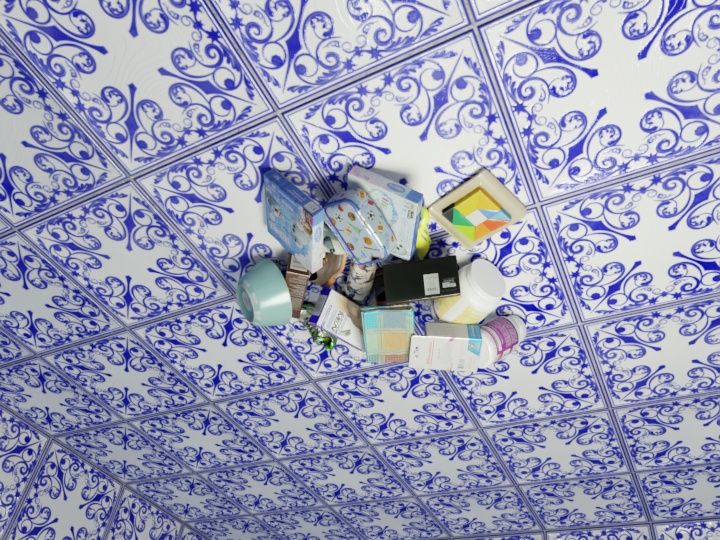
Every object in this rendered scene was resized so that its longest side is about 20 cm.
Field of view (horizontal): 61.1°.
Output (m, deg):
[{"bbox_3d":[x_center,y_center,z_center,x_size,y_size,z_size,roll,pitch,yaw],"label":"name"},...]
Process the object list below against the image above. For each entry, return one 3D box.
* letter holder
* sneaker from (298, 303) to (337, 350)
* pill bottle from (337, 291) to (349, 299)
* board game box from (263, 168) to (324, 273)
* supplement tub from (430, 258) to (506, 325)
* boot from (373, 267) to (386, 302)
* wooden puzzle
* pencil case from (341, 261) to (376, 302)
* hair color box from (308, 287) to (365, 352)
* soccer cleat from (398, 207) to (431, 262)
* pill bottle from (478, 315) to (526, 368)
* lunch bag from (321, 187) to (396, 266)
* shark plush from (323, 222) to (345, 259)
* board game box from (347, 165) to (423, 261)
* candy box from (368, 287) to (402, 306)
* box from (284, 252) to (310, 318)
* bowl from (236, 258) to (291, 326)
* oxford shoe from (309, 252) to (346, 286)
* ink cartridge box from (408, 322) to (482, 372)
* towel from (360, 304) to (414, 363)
[{"bbox_3d":[0.165,0.031,1.630,0.193,0.104,0.142,-8,173,7],"label":"letter holder"},{"bbox_3d":[-0.138,0.180,1.948,0.077,0.087,0.199,-26,126,32],"label":"sneaker"},{"bbox_3d":[-0.025,0.164,1.893,0.198,0.114,0.110,37,131,-27],"label":"pill bottle"},{"bbox_3d":[-0.173,-0.127,1.577,0.199,0.043,0.203,40,147,28],"label":"board game box"},{"bbox_3d":[0.303,0.077,1.721,0.142,0.148,0.201,24,135,-17],"label":"supplement tub"},{"bbox_3d":[0.126,0.034,1.740,0.194,0.099,0.075,-14,134,23],"label":"boot"},{"bbox_3d":[0.299,-0.147,1.565,0.183,0.038,0.198,36,131,-25],"label":"wooden puzzle"},{"bbox_3d":[0.000,0.000,1.740,0.086,0.079,0.203,-1,139,-11],"label":"pencil case"},{"bbox_3d":[-0.044,0.146,1.780,0.197,0.112,0.064,32,165,-30],"label":"hair color box"},{"bbox_3d":[0.159,-0.092,1.642,0.081,0.066,0.204,-9,138,-21],"label":"soccer cleat"},{"bbox_3d":[0.402,0.202,1.800,0.196,0.114,0.113,-20,154,-38],"label":"pill bottle"},{"bbox_3d":[-0.007,-0.103,1.539,0.158,0.076,0.203,-8,122,48],"label":"lunch bag"},{"bbox_3d":[-0.112,-0.117,1.629,0.200,0.083,0.091,46,156,4],"label":"shark plush"},{"bbox_3d":[0.057,-0.143,1.552,0.194,0.044,0.203,25,141,17],"label":"board game box"},{"bbox_3d":[0.082,0.136,1.778,0.114,0.204,0.057,25,133,-17],"label":"candy box"},{"bbox_3d":[-0.192,0.039,1.794,0.072,0.102,0.203,11,138,-9],"label":"box"},{"bbox_3d":[-0.291,0.079,1.769,0.103,0.202,0.204,-21,149,-30],"label":"bowl"},{"bbox_3d":[-0.093,-0.020,1.727,0.071,0.073,0.202,4,140,-23],"label":"oxford shoe"},{"bbox_3d":[0.232,0.211,1.695,0.192,0.069,0.118,3,122,0],"label":"ink cartridge box"},{"bbox_3d":[0.078,0.178,1.667,0.141,0.022,0.205,-3,128,4],"label":"towel"}]
